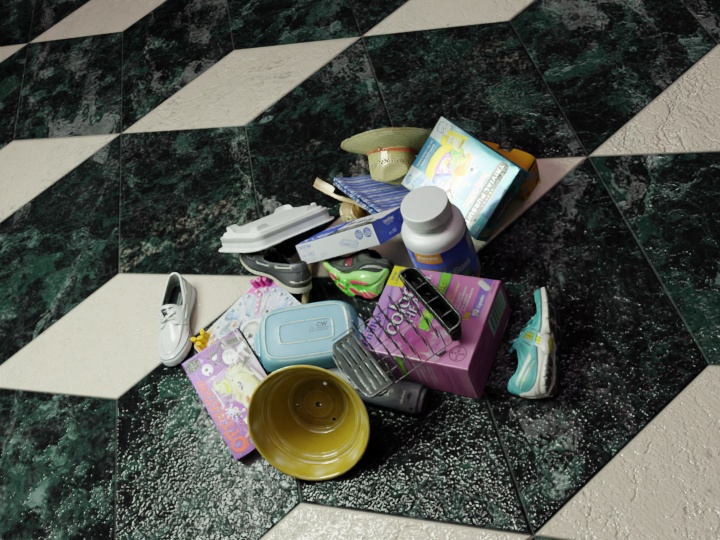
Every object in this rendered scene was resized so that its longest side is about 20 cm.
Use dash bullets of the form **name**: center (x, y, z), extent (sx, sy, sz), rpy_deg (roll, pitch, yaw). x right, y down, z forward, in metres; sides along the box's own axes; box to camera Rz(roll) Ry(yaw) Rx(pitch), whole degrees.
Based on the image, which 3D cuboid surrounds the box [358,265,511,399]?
- **box**: center (0.126, 0.099, 1.400), extent (0.200, 0.097, 0.176), rpy_deg (8, 57, 29)

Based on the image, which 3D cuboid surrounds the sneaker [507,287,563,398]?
- **sneaker**: center (0.277, 0.112, 1.344), extent (0.080, 0.078, 0.200), rpy_deg (-7, 50, 30)

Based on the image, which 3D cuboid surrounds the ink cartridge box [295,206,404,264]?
- **ink cartridge box**: center (-0.018, -0.063, 1.536), extent (0.200, 0.044, 0.094), rpy_deg (-14, 13, 43)

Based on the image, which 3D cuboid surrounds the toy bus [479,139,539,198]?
- **toy bus**: center (0.240, -0.205, 1.614), extent (0.200, 0.078, 0.065), rpy_deg (20, 64, 35)

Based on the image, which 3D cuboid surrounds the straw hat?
- **straw hat**: center (0.061, -0.212, 1.643), extent (0.201, 0.201, 0.085), rpy_deg (-5, 82, 20)

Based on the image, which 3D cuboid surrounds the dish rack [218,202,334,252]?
- **dish rack**: center (-0.169, -0.088, 1.634), extent (0.200, 0.044, 0.172), rpy_deg (-25, 15, -34)

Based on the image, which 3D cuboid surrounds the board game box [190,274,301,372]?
- **board game box**: center (-0.204, 0.111, 1.549), extent (0.200, 0.026, 0.200), rpy_deg (-46, 42, -7)

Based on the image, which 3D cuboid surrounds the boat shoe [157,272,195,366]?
- **boat shoe**: center (-0.371, 0.092, 1.638), extent (0.074, 0.065, 0.200), rpy_deg (-16, 48, 10)

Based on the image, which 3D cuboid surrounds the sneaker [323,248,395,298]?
- **sneaker**: center (0.000, 0.000, 1.528), extent (0.084, 0.077, 0.200), rpy_deg (-42, 28, -17)

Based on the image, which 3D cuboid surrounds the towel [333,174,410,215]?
- **towel**: center (0.057, -0.144, 1.632), extent (0.145, 0.024, 0.200), rpy_deg (-13, 37, -35)

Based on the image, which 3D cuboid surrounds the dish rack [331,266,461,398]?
- **dish rack**: center (0.050, 0.102, 1.328), extent (0.200, 0.055, 0.153), rpy_deg (-35, 47, -6)

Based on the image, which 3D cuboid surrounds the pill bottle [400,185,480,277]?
- **pill bottle**: center (0.135, -0.050, 1.448), extent (0.112, 0.200, 0.112), rpy_deg (-12, 49, 14)

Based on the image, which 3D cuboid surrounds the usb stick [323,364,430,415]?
- **usb stick**: center (0.020, 0.198, 1.405), extent (0.200, 0.033, 0.056), rpy_deg (10, 68, 29)

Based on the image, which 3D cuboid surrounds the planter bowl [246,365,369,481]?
- **planter bowl**: center (-0.076, 0.232, 1.356), extent (0.200, 0.201, 0.083), rpy_deg (-11, 13, 14)

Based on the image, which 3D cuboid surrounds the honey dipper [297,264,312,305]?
- **honey dipper**: center (-0.102, 0.030, 1.592), extent (0.038, 0.038, 0.200), rpy_deg (-8, 51, 17)

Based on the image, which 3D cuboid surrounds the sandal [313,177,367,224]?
- **sandal**: center (-0.017, -0.112, 1.667), extent (0.212, 0.078, 0.070), rpy_deg (31, 103, 29)

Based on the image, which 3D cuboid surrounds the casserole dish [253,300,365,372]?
- **casserole dish**: center (-0.091, 0.110, 1.447), extent (0.200, 0.039, 0.121), rpy_deg (-8, 65, 4)

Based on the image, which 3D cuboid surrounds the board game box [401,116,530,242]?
- **board game box**: center (0.192, -0.171, 1.556), extent (0.200, 0.047, 0.151), rpy_deg (40, 109, 31)

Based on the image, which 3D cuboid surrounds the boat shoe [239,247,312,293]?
- **boat shoe**: center (-0.162, -0.021, 1.592), extent (0.073, 0.063, 0.200), rpy_deg (-23, 36, -35)

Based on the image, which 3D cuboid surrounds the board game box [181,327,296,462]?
- **board game box**: center (-0.210, 0.212, 1.444), extent (0.120, 0.032, 0.200), rpy_deg (-35, 72, 0)
